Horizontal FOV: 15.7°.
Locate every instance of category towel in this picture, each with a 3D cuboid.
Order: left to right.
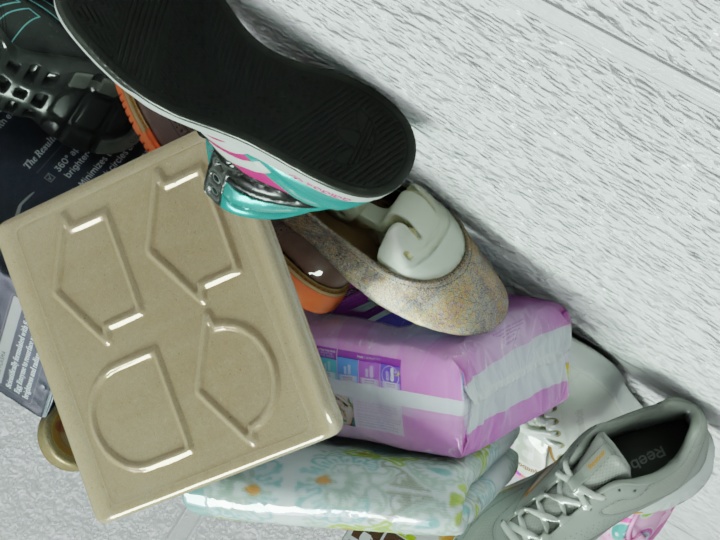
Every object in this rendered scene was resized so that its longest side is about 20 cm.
[{"bbox_3d":[-0.001,0.116,1.583,0.170,0.049,0.200,1,-171,15],"label":"towel"}]

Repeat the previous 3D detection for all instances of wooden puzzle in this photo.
[{"bbox_3d":[-0.105,0.030,1.489,0.199,0.187,0.046,-23,175,35],"label":"wooden puzzle"}]

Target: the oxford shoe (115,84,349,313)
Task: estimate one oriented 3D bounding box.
[{"bbox_3d":[-0.065,-0.069,1.556,0.200,0.073,0.071,45,-152,10],"label":"oxford shoe"}]

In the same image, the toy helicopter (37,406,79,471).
[{"bbox_3d":[-0.115,0.091,1.706,0.079,0.199,0.133,-23,87,66],"label":"toy helicopter"}]

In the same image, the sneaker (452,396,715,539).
[{"bbox_3d":[0.129,0.136,1.598,0.076,0.199,0.092,51,170,21],"label":"sneaker"}]

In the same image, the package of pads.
[{"bbox_3d":[0.018,0.053,1.577,0.199,0.076,0.120,8,-162,37],"label":"package of pads"}]

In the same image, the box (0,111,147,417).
[{"bbox_3d":[-0.220,-0.050,1.659,0.199,0.197,0.118,32,140,6],"label":"box"}]

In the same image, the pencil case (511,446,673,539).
[{"bbox_3d":[0.131,0.121,1.848,0.199,0.088,0.087,29,172,22],"label":"pencil case"}]

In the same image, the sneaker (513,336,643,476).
[{"bbox_3d":[0.124,0.089,1.669,0.073,0.085,0.200,29,171,35],"label":"sneaker"}]

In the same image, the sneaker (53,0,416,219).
[{"bbox_3d":[-0.073,-0.091,1.338,0.199,0.084,0.121,32,163,-7],"label":"sneaker"}]

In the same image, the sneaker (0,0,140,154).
[{"bbox_3d":[-0.221,-0.136,1.598,0.199,0.076,0.080,26,-150,-23],"label":"sneaker"}]

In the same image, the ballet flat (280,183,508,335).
[{"bbox_3d":[0.002,-0.033,1.470,0.199,0.068,0.067,31,150,1],"label":"ballet flat"}]

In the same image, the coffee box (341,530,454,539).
[{"bbox_3d":[0.055,0.167,2.009,0.079,0.201,0.114,30,173,4],"label":"coffee box"}]
